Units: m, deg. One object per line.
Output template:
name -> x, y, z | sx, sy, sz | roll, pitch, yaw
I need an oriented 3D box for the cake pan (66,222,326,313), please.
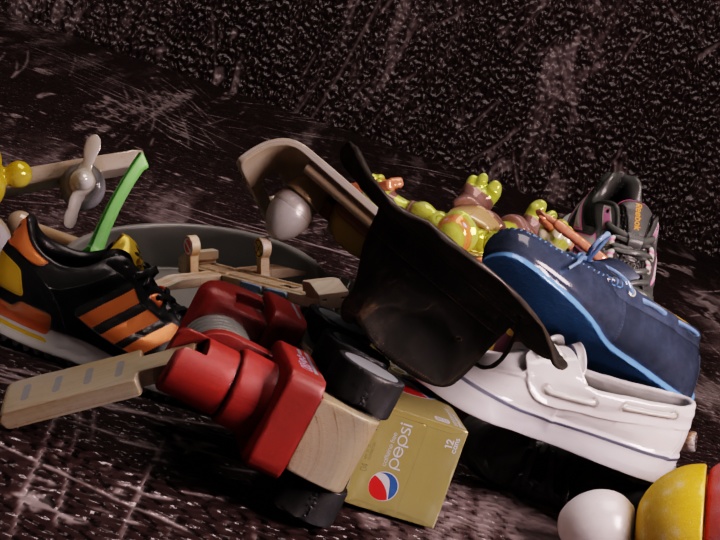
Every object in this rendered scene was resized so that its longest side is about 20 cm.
cake pan -> -0.125, 0.014, 1.439 | 0.198, 0.037, 0.200 | 5, 19, -2

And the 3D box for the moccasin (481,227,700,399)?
moccasin -> 0.153, 0.022, 1.300 | 0.080, 0.069, 0.200 | -2, -32, 47

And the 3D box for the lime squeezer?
lime squeezer -> -0.222, -0.005, 1.339 | 0.199, 0.071, 0.038 | -28, 29, -16

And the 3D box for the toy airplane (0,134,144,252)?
toy airplane -> -0.282, -0.055, 1.393 | 0.199, 0.199, 0.142 | 19, 47, -51

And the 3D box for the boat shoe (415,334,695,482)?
boat shoe -> 0.124, 0.074, 1.268 | 0.199, 0.066, 0.074 | 21, 12, -17

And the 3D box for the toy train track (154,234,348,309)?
toy train track -> -0.070, -0.003, 1.334 | 0.114, 0.033, 0.200 | -6, 11, -32

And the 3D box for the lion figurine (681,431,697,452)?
lion figurine -> 0.177, 0.122, 1.434 | 0.121, 0.073, 0.200 | 0, -30, 19

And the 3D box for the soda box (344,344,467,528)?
soda box -> 0.013, 0.097, 1.276 | 0.064, 0.068, 0.200 | 18, 10, -12

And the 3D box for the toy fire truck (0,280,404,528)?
toy fire truck -> -0.098, 0.065, 1.160 | 0.199, 0.129, 0.176 | 27, 7, -14

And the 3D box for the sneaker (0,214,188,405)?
sneaker -> -0.149, 0.026, 1.295 | 0.199, 0.091, 0.070 | 18, 9, -5

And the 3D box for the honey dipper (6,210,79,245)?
honey dipper -> -0.200, -0.012, 1.582 | 0.199, 0.038, 0.038 | 20, 9, 19

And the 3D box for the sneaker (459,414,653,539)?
sneaker -> 0.165, 0.148, 1.314 | 0.198, 0.060, 0.104 | 20, 6, -9

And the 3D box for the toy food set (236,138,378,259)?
toy food set -> 0.000, 0.000, 1.376 | 0.200, 0.060, 0.144 | 42, -9, 17

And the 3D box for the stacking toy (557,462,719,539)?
stacking toy -> 0.224, 0.165, 1.225 | 0.198, 0.147, 0.146 | 4, 6, 14

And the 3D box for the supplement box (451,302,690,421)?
supplement box -> 0.136, 0.064, 1.516 | 0.199, 0.132, 0.103 | 13, 12, -26

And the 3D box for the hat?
hat -> 0.033, 0.016, 1.175 | 0.201, 0.081, 0.201 | 44, 0, 0

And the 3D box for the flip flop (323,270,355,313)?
flip flop -> -0.038, 0.043, 1.508 | 0.081, 0.058, 0.200 | -29, 30, -20

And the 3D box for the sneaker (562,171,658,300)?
sneaker -> 0.184, -0.008, 1.428 | 0.080, 0.087, 0.201 | 17, 31, -18

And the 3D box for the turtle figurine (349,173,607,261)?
turtle figurine -> 0.093, -0.027, 1.402 | 0.199, 0.065, 0.161 | 13, 10, 18
